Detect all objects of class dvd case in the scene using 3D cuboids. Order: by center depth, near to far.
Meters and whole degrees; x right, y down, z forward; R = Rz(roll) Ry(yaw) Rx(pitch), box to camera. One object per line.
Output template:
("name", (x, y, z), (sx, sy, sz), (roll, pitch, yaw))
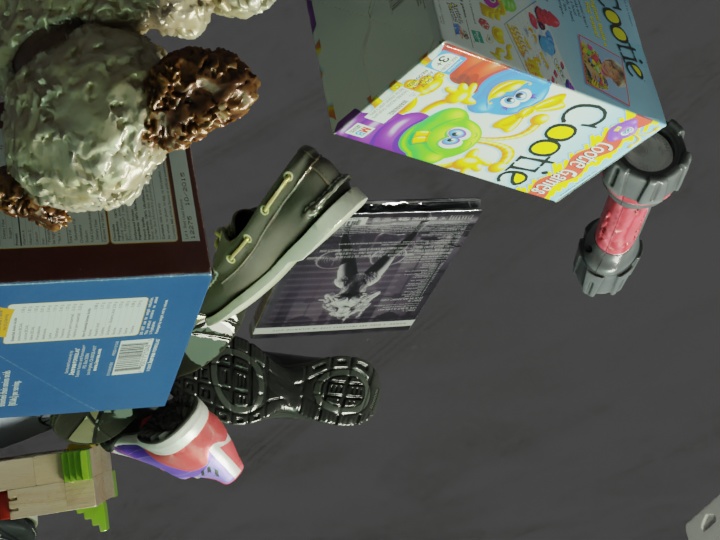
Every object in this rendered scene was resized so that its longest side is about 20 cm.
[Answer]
("dvd case", (0.000, 0.000, 1.293), (0.147, 0.016, 0.201), (-3, 150, -20))

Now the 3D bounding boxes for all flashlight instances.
("flashlight", (0.205, -0.044, 1.242), (0.067, 0.069, 0.201), (-9, 152, -9))

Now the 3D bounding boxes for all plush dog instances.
("plush dog", (-0.143, -0.114, 0.848), (0.199, 0.174, 0.160), (-28, 148, 30))

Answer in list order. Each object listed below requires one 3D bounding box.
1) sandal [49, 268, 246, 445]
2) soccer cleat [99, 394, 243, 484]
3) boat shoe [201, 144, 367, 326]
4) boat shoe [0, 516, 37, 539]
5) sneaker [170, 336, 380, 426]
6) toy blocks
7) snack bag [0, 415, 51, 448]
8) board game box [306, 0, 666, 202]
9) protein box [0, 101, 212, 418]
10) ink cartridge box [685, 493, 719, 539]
("sandal", (-0.179, 0.062, 1.283), (0.200, 0.058, 0.080), (-39, 127, 15))
("soccer cleat", (-0.162, 0.144, 1.326), (0.073, 0.068, 0.199), (48, 158, -17))
("boat shoe", (-0.071, -0.023, 1.173), (0.201, 0.060, 0.072), (-39, -177, 46))
("boat shoe", (-0.406, 0.265, 1.562), (0.074, 0.067, 0.198), (-31, 147, 32))
("sneaker", (-0.086, 0.103, 1.390), (0.197, 0.077, 0.091), (13, 171, -19))
("toy blocks", (-0.299, 0.192, 1.428), (0.135, 0.101, 0.200), (-8, 176, -3))
("snack bag", (-0.305, 0.101, 1.348), (0.198, 0.022, 0.189), (-20, 152, 8))
("board game box", (0.079, -0.129, 0.989), (0.198, 0.106, 0.103), (13, 144, -39))
("protein box", (-0.221, -0.002, 1.065), (0.197, 0.136, 0.199), (-3, 151, -19))
("ink cartridge box", (0.552, 0.341, 2.090), (0.197, 0.087, 0.148), (-5, 152, -17))
